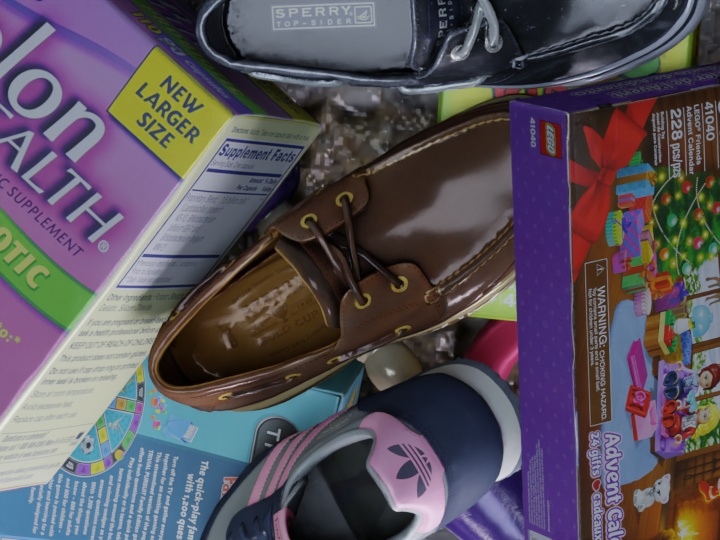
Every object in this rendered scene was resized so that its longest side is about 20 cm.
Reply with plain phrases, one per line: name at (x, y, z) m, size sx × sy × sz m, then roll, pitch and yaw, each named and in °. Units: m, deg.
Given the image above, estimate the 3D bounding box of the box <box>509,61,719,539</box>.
box at (0.126, 0.022, 1.154) m, size 0.039 × 0.136 × 0.201 m, roll 18°, pitch 116°, yaw 53°

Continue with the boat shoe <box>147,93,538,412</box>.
boat shoe at (-0.001, 0.000, 1.165) m, size 0.200 × 0.068 × 0.072 m, roll -33°, pitch 83°, yaw 22°

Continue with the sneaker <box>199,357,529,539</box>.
sneaker at (-0.021, 0.099, 1.192) m, size 0.070 × 0.082 × 0.200 m, roll 55°, pitch 134°, yaw 6°

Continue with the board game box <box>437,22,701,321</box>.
board game box at (0.085, -0.080, 1.189) m, size 0.101 × 0.048 × 0.201 m, roll 6°, pitch 102°, yaw 11°

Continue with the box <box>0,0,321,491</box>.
box at (-0.151, -0.040, 1.205) m, size 0.176 × 0.097 × 0.200 m, roll 43°, pitch 103°, yaw 15°

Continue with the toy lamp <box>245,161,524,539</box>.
toy lamp at (0.012, 0.036, 1.232) m, size 0.058 × 0.058 × 0.200 m, roll -40°, pitch 81°, yaw 22°

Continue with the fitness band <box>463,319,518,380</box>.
fitness band at (0.115, 0.096, 1.265) m, size 0.143 × 0.037 × 0.201 m, roll -10°, pitch 105°, yaw 19°

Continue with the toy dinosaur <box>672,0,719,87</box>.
toy dinosaur at (0.162, -0.104, 1.086) m, size 0.088 × 0.047 × 0.201 m, roll -28°, pitch 94°, yaw 14°

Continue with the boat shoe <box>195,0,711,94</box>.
boat shoe at (0.034, -0.102, 1.135) m, size 0.199 × 0.068 × 0.072 m, roll -1°, pitch 100°, yaw 13°

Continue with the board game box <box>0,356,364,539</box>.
board game box at (-0.110, 0.090, 1.306) m, size 0.199 × 0.047 × 0.152 m, roll 15°, pitch 110°, yaw 7°
